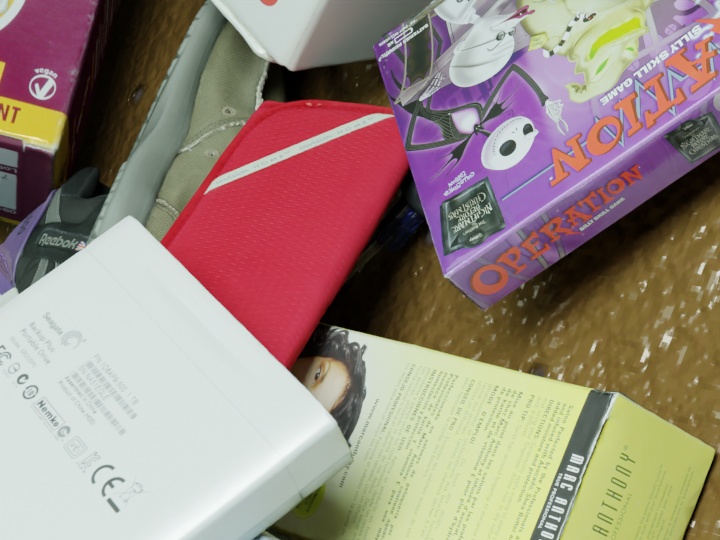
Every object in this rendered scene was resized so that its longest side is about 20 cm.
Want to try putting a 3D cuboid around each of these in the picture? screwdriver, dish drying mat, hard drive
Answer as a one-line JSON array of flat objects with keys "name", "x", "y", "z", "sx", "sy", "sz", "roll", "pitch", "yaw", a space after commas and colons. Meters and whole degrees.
[{"name": "screwdriver", "x": 0.000, "y": 0.000, "z": 0.789, "sx": 0.200, "sy": 0.029, "sz": 0.028, "roll": -48, "pitch": 37, "yaw": 32}, {"name": "dish drying mat", "x": -0.048, "y": 0.011, "z": 0.713, "sx": 0.076, "sy": 0.018, "sz": 0.201, "roll": 9, "pitch": 47, "yaw": 28}, {"name": "hard drive", "x": -0.116, "y": 0.077, "z": 0.637, "sx": 0.199, "sy": 0.027, "sz": 0.132, "roll": -36, "pitch": 44, "yaw": -12}]

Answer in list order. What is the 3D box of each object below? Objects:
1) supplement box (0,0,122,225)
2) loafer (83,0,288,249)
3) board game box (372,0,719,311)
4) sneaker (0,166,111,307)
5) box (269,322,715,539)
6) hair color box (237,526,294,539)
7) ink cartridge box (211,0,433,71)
[{"name": "supplement box", "x": -0.173, "y": -0.137, "z": 0.960, "sx": 0.103, "sy": 0.130, "sz": 0.202, "roll": 114, "pitch": 169, "yaw": -68}, {"name": "loafer", "x": -0.056, "y": -0.036, "z": 0.830, "sx": 0.075, "sy": 0.069, "sz": 0.201, "roll": -58, "pitch": 9, "yaw": 45}, {"name": "board game box", "x": 0.098, "y": -0.086, "z": 0.684, "sx": 0.199, "sy": 0.032, "sz": 0.121, "roll": -35, "pitch": 46, "yaw": 18}, {"name": "sneaker", "x": -0.097, "y": 0.010, "z": 0.849, "sx": 0.088, "sy": 0.076, "sz": 0.200, "roll": -54, "pitch": 33, "yaw": 1}, {"name": "box", "x": 0.018, "y": 0.064, "z": 0.689, "sx": 0.199, "sy": 0.050, "sz": 0.076, "roll": 10, "pitch": 75, "yaw": 53}, {"name": "hair color box", "x": 0.028, "y": 0.133, "z": 0.587, "sx": 0.199, "sy": 0.099, "sz": 0.061, "roll": 18, "pitch": 80, "yaw": 54}, {"name": "ink cartridge box", "x": -0.003, "y": -0.195, "z": 0.775, "sx": 0.147, "sy": 0.083, "sz": 0.201, "roll": 51, "pitch": 129, "yaw": 25}]
